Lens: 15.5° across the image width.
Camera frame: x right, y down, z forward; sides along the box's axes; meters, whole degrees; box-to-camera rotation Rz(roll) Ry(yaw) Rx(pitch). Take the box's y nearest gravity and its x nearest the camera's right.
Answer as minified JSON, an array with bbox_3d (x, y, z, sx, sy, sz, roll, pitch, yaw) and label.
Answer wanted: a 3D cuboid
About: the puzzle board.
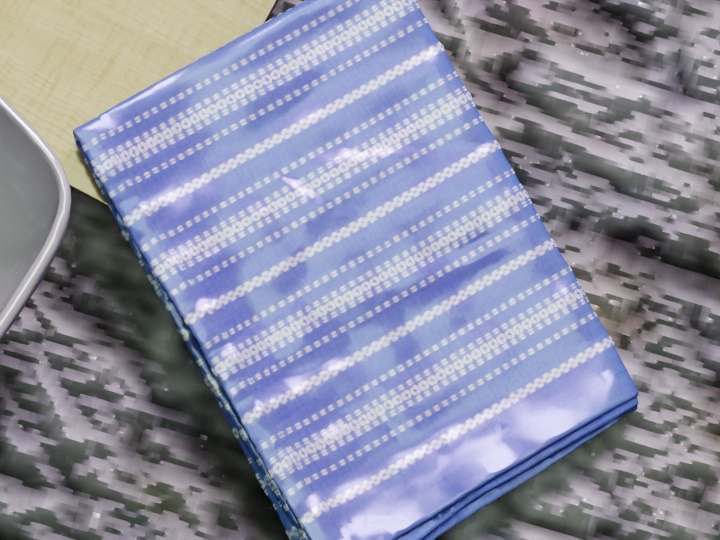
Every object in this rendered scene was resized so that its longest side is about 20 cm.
[{"bbox_3d":[-0.132,-0.126,1.010,0.200,0.017,0.151,27,80,0],"label":"puzzle board"}]

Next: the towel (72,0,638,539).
[{"bbox_3d":[0.000,0.000,0.988,0.145,0.024,0.200,-30,89,-12],"label":"towel"}]

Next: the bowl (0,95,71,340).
[{"bbox_3d":[-0.223,-0.010,0.947,0.200,0.075,0.200,39,82,2],"label":"bowl"}]
